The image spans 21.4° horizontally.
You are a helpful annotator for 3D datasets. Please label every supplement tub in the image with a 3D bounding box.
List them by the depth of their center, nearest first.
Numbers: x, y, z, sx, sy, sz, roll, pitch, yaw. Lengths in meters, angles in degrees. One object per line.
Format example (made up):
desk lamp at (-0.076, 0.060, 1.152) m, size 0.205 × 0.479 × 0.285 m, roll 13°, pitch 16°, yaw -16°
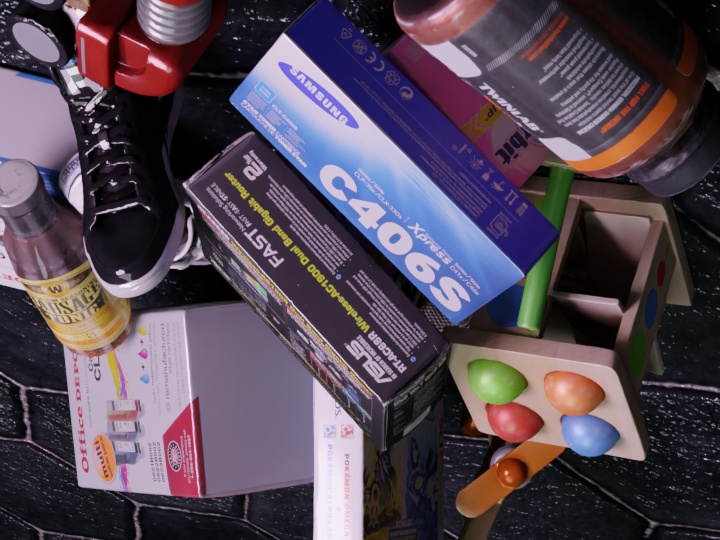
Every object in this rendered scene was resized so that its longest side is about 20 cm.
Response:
supplement tub at (0.121, -0.123, 1.073) m, size 0.200 × 0.107 × 0.107 m, roll 36°, pitch 149°, yaw -25°

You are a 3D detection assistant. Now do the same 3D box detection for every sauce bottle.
sauce bottle at (-0.222, -0.008, 1.384) m, size 0.066 × 0.066 × 0.200 m, roll 10°, pitch 153°, yaw 20°

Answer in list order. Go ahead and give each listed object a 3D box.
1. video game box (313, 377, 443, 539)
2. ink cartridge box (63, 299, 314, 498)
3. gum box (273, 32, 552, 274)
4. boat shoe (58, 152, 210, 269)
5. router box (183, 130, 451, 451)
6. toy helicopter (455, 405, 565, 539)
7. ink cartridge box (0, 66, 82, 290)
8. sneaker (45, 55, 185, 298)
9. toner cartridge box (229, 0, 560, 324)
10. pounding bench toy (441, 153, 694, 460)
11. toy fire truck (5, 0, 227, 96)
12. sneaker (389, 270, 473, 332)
video game box at (0.017, 0.158, 1.492) m, size 0.047 × 0.183 × 0.200 m, roll -4°, pitch 175°, yaw 20°
ink cartridge box at (-0.127, 0.099, 1.524) m, size 0.144 × 0.146 × 0.200 m, roll -6°, pitch 180°, yaw -36°
gum box at (0.031, -0.078, 1.224) m, size 0.114 × 0.066 × 0.200 m, roll 47°, pitch 149°, yaw -5°
boat shoe at (-0.143, -0.030, 1.397) m, size 0.065 × 0.074 × 0.200 m, roll 52°, pitch -163°, yaw 30°
router box at (-0.028, 0.017, 1.276) m, size 0.200 × 0.062 × 0.150 m, roll 47°, pitch 169°, yaw 12°
toy helicopter at (0.107, 0.182, 1.529) m, size 0.079 × 0.201 × 0.132 m, roll 24°, pitch 170°, yaw -5°
ink cartridge box at (-0.254, -0.063, 1.465) m, size 0.144 × 0.084 × 0.200 m, roll 14°, pitch 152°, yaw 11°
sneaker at (-0.169, -0.087, 1.241) m, size 0.073 × 0.201 × 0.112 m, roll -17°, pitch 140°, yaw 17°
toner cartridge box at (0.019, -0.063, 1.146) m, size 0.200 × 0.043 × 0.095 m, roll 45°, pitch 147°, yaw -3°
pounding bench toy at (0.130, 0.017, 1.265) m, size 0.124 × 0.156 × 0.200 m, roll 8°, pitch 149°, yaw 24°
toy fire truck at (-0.098, -0.177, 1.140) m, size 0.200 × 0.129 × 0.176 m, roll 28°, pitch 154°, yaw 8°
sneaker at (0.000, 0.000, 1.410) m, size 0.200 × 0.078 × 0.085 m, roll 26°, pitch 151°, yaw -9°
